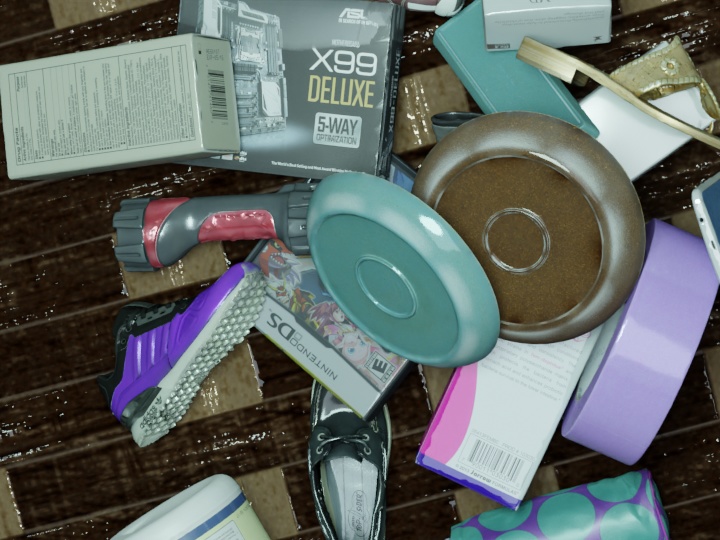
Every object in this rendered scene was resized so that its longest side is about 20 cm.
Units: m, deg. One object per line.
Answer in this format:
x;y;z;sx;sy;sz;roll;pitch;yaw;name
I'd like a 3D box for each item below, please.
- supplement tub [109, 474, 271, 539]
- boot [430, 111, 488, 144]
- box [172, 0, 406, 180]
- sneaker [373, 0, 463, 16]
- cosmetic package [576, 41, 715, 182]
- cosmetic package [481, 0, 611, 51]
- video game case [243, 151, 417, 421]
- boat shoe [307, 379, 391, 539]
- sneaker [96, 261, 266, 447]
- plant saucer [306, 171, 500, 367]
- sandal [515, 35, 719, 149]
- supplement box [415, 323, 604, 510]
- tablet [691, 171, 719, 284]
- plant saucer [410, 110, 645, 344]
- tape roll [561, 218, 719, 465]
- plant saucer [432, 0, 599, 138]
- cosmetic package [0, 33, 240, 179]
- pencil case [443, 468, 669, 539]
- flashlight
-0.126;0.298;1.680;0.144;0.145;0.201;-31;91;5;supplement tub
0.068;-0.072;1.593;0.198;0.070;0.133;3;114;20;boot
-0.065;-0.163;1.671;0.198;0.050;0.159;8;95;16;box
0.033;-0.322;1.660;0.114;0.076;0.202;-1;95;7;sneaker
0.204;-0.105;1.647;0.199;0.108;0.085;-37;89;4;cosmetic package
0.152;-0.294;1.618;0.112;0.081;0.202;-6;71;3;cosmetic package
0.000;0.000;1.684;0.180;0.025;0.200;39;96;17;video game case
-0.012;0.174;1.701;0.074;0.066;0.201;1;93;6;boat shoe
-0.170;0.055;1.691;0.100;0.069;0.200;44;109;17;sneaker
0.027;0.007;1.570;0.200;0.200;0.027;46;61;0;plant saucer
0.234;-0.164;1.551;0.211;0.078;0.070;25;99;11;sandal
0.135;0.091;1.669;0.101;0.103;0.201;25;97;2;supplement box
0.324;-0.022;1.603;0.014;0.200;0.131;-19;93;25;tablet
0.129;-0.028;1.531;0.199;0.032;0.202;8;114;19;plant saucer
0.238;0.060;1.610;0.065;0.200;0.201;23;95;1;tape roll
0.128;-0.163;1.630;0.070;0.019;0.201;-36;52;6;plant saucer
-0.211;-0.140;1.655;0.199;0.073;0.104;-5;90;25;cosmetic package
0.176;0.243;1.686;0.198;0.085;0.093;-17;131;4;pencil case
-0.117;-0.035;1.678;0.198;0.068;0.068;-1;120;15;flashlight
